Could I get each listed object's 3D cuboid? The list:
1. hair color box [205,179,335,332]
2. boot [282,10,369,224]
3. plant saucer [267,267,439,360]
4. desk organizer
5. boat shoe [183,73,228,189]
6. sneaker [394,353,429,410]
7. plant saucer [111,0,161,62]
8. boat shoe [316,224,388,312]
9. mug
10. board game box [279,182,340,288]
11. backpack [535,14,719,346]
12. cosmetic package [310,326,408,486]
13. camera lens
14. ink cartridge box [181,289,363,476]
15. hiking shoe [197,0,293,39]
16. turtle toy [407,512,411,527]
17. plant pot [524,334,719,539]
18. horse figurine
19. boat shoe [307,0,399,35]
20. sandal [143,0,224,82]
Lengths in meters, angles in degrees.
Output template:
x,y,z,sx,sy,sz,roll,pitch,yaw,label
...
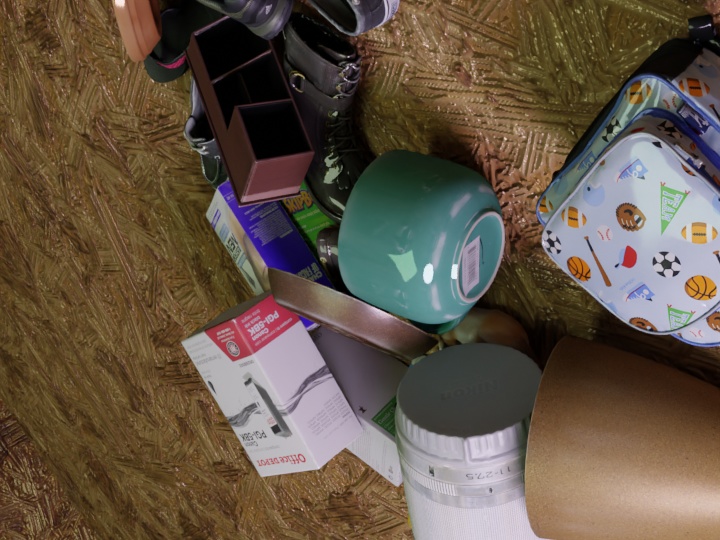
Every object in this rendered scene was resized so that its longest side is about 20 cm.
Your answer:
x,y,z,sx,sy,sz,roll,pitch,yaw,label
-0.108,-0.015,1.180,0.201,0.064,0.109,56,158,3,hair color box
-0.025,-0.152,0.980,0.200,0.069,0.175,42,146,18,boot
-0.013,0.051,1.017,0.198,0.035,0.200,23,173,3,plant saucer
-0.117,-0.176,0.993,0.202,0.071,0.077,68,154,21,desk organizer
-0.179,-0.172,1.138,0.072,0.070,0.202,40,142,28,boat shoe
0.105,0.181,1.083,0.200,0.090,0.078,45,162,-25,sneaker
-0.246,-0.328,1.030,0.200,0.037,0.204,170,90,-84,plant saucer
0.000,0.000,1.035,0.060,0.073,0.202,9,161,13,boat shoe
0.075,-0.023,0.922,0.113,0.154,0.184,19,174,33,mug
-0.043,-0.040,1.142,0.095,0.030,0.202,7,129,50,board game box
0.241,-0.043,0.702,0.190,0.154,0.201,37,142,3,backpack
0.005,0.160,1.200,0.199,0.107,0.086,32,141,25,cosmetic package
0.119,0.196,0.953,0.159,0.159,0.203,17,130,40,camera lens
-0.107,0.138,1.149,0.146,0.083,0.202,-23,99,52,ink cartridge box
-0.155,-0.306,0.948,0.199,0.076,0.100,34,-174,27,hiking shoe
0.137,0.296,1.170,0.145,0.101,0.202,-11,112,53,turtle toy
0.267,0.164,0.847,0.197,0.187,0.189,6,127,29,plant pot
0.127,0.078,1.029,0.198,0.050,0.134,25,144,38,horse figurine
-0.055,-0.292,0.887,0.200,0.068,0.074,49,146,6,boat shoe
-0.220,-0.273,1.122,0.199,0.045,0.076,-19,106,55,sandal
